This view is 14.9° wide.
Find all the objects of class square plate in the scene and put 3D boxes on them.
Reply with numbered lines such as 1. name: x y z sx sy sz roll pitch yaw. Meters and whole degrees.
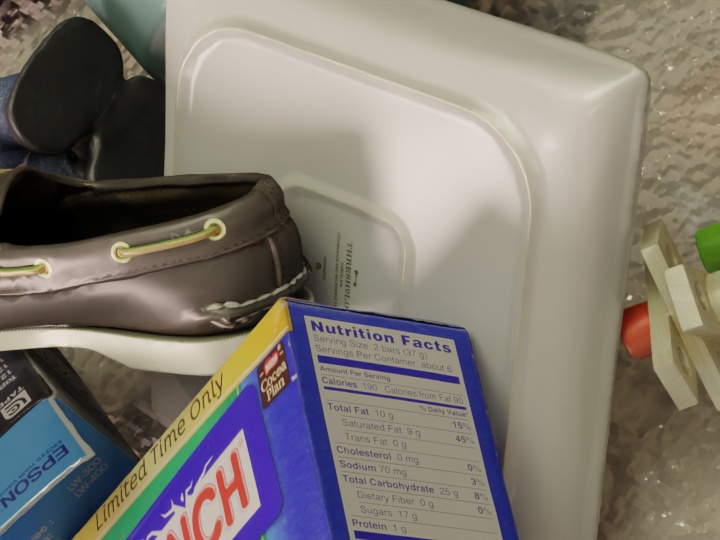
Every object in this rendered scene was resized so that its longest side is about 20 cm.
1. square plate: 0.000 0.000 0.924 0.198 0.200 0.028 22 30 33

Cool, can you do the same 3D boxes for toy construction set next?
1. toy construction set: 0.181 -0.013 0.894 0.200 0.092 0.131 -13 57 7

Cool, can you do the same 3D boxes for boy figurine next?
1. boy figurine: -0.149 -0.034 1.061 0.200 0.124 0.064 -16 41 52

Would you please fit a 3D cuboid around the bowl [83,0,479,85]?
1. bowl: -0.025 -0.132 1.018 0.201 0.201 0.105 -25 72 12

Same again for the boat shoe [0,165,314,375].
1. boat shoe: -0.108 -0.007 0.939 0.201 0.061 0.072 3 25 27

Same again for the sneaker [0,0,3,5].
1. sneaker: -0.153 -0.136 1.157 0.200 0.081 0.083 -9 73 32

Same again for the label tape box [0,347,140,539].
1. label tape box: -0.154 0.090 0.967 0.143 0.066 0.200 -44 29 -2

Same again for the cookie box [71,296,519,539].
1. cookie box: -0.019 0.138 0.862 0.171 0.075 0.200 -49 41 40
